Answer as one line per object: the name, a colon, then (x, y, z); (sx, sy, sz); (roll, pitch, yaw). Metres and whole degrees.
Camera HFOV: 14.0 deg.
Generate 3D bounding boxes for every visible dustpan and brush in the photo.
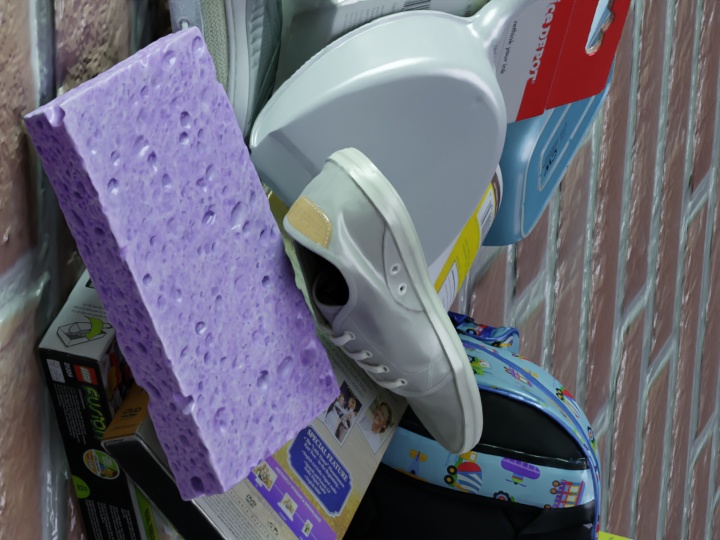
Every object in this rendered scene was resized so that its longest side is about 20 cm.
dustpan and brush: (0.045, -0.096, 1.484); (0.200, 0.057, 0.140); (-40, 130, 6)

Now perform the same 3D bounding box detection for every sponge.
sponge: (-0.080, -0.005, 1.388); (0.111, 0.030, 0.201); (-39, 112, -49)

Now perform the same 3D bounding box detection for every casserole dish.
casserole dish: (0.112, -0.097, 1.786); (0.200, 0.039, 0.121); (-58, 160, -34)

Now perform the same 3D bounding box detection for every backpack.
backpack: (0.056, 0.117, 1.727); (0.135, 0.199, 0.184); (-45, 140, -59)

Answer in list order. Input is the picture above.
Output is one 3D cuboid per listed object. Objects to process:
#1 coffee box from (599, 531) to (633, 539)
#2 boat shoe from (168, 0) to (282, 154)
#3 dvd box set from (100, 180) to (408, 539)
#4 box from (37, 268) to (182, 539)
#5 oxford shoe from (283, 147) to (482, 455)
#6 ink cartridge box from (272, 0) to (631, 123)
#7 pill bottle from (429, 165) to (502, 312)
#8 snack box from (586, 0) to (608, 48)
coffee box: (0.063, 0.279, 1.837); (0.200, 0.197, 0.201); (-44, 142, -56)
boat shoe: (-0.076, -0.124, 1.447); (0.075, 0.064, 0.203); (-69, 166, -55)
dvd box set: (-0.040, 0.056, 1.474); (0.146, 0.029, 0.201); (52, 48, -31)
box: (-0.108, 0.073, 1.482); (0.201, 0.035, 0.110); (81, 28, -44)
oxford shoe: (0.009, 0.024, 1.459); (0.058, 0.075, 0.200); (-38, 135, -14)
ink cartridge box: (0.045, -0.133, 1.541); (0.199, 0.067, 0.117); (-15, 139, -30)
pill bottle: (0.000, 0.000, 1.642); (0.110, 0.109, 0.200); (83, 26, -42)
snack box: (0.083, -0.167, 1.741); (0.053, 0.142, 0.200); (54, 44, -27)
